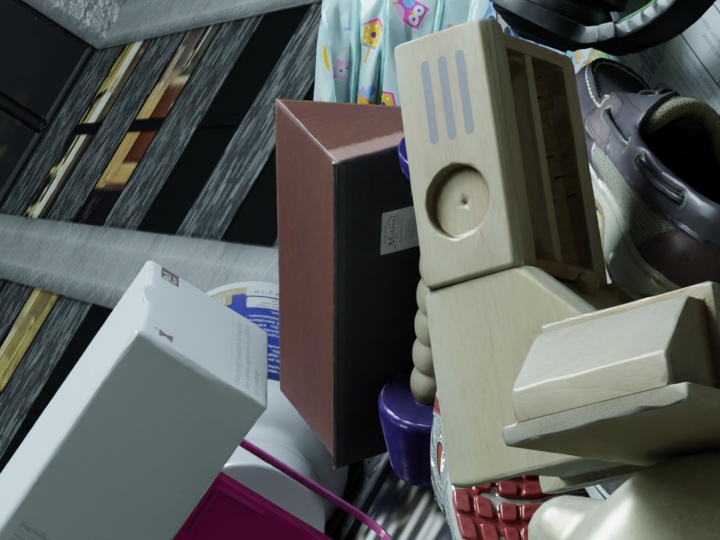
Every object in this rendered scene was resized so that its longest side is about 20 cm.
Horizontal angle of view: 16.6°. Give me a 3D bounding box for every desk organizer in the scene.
[{"bbox_3d":[0.000,0.000,1.346,0.077,0.071,0.201,48,146,47],"label":"desk organizer"}]

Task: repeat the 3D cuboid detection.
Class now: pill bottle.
[{"bbox_3d":[-0.066,0.102,1.495,0.120,0.119,0.200,-51,17,21],"label":"pill bottle"}]

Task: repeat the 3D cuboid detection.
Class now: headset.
[{"bbox_3d":[0.102,-0.157,1.151,0.199,0.094,0.124,-3,79,43],"label":"headset"}]

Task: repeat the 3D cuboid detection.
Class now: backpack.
[{"bbox_3d":[0.035,-0.090,1.426,0.167,0.126,0.201,-94,5,-58],"label":"backpack"}]

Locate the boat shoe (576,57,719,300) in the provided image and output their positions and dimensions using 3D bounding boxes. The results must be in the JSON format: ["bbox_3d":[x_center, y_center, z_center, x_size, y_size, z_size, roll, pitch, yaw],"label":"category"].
[{"bbox_3d":[0.132,-0.044,1.055,0.065,0.072,0.200,-58,18,24],"label":"boat shoe"}]

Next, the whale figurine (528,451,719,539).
[{"bbox_3d":[0.099,0.153,0.876,0.200,0.104,0.159,-31,51,9],"label":"whale figurine"}]

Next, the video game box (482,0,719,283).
[{"bbox_3d":[0.131,-0.095,1.190,0.183,0.047,0.200,-62,41,35],"label":"video game box"}]

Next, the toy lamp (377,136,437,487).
[{"bbox_3d":[0.040,0.025,1.295,0.058,0.058,0.201,-83,-3,-56],"label":"toy lamp"}]

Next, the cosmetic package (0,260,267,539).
[{"bbox_3d":[-0.132,0.106,1.256,0.200,0.081,0.113,-53,13,16],"label":"cosmetic package"}]

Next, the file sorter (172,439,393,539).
[{"bbox_3d":[-0.079,0.203,1.313,0.200,0.139,0.125,-55,15,8],"label":"file sorter"}]

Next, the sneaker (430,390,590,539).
[{"bbox_3d":[0.074,0.101,1.201,0.200,0.077,0.082,-90,8,-54],"label":"sneaker"}]

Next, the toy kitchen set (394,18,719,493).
[{"bbox_3d":[0.102,-0.023,0.889,0.199,0.163,0.181,-16,75,32],"label":"toy kitchen set"}]

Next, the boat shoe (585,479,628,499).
[{"bbox_3d":[0.108,0.055,1.107,0.070,0.064,0.200,-20,24,-13],"label":"boat shoe"}]
